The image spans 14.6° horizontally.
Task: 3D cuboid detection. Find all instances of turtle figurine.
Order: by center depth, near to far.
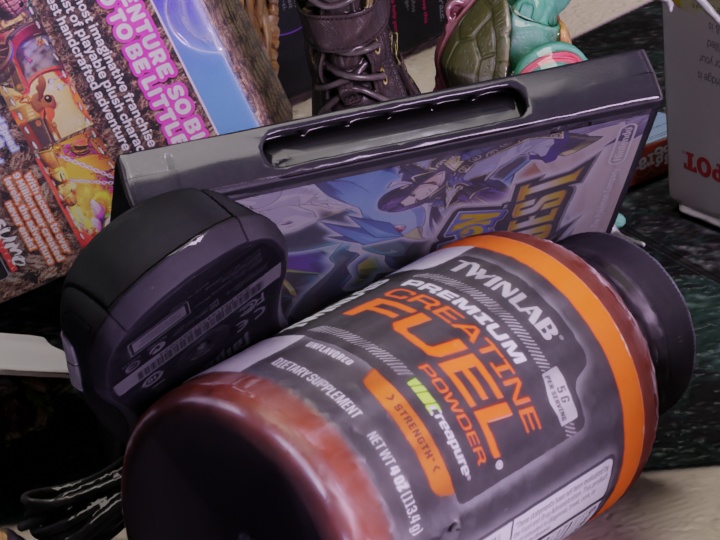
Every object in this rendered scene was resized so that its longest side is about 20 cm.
[{"bbox_3d":[0.079,-0.089,1.177,0.101,0.150,0.200,14,15,-18],"label":"turtle figurine"}]

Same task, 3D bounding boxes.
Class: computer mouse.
[{"bbox_3d":[-0.083,0.035,0.895,0.140,0.046,0.200,-38,-16,-5],"label":"computer mouse"}]

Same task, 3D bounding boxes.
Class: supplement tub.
[{"bbox_3d":[0.024,0.052,0.911,0.107,0.107,0.200,11,27,40],"label":"supplement tub"}]

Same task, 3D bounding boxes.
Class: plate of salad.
[{"bbox_3d":[-0.192,0.045,1.056,0.200,0.048,0.200,3,-3,0],"label":"plate of salad"}]

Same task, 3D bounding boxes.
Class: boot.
[{"bbox_3d":[-0.006,-0.074,1.124,0.069,0.174,0.200,-9,38,3],"label":"boot"}]

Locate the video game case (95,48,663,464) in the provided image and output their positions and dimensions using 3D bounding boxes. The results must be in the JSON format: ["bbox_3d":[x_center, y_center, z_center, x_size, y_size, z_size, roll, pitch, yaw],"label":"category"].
[{"bbox_3d":[0.000,0.000,0.984,0.181,0.200,0.026,-12,65,-13],"label":"video game case"}]

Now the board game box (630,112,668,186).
[{"bbox_3d":[0.049,-0.041,1.276,0.200,0.019,0.103,-20,26,-31],"label":"board game box"}]

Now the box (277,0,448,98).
[{"bbox_3d":[-0.026,-0.177,1.516,0.106,0.122,0.200,12,27,43],"label":"box"}]

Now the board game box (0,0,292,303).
[{"bbox_3d":[-0.151,-0.083,1.182,0.200,0.159,0.097,-23,19,7],"label":"board game box"}]

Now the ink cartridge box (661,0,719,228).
[{"bbox_3d":[0.195,-0.114,1.165,0.083,0.200,0.146,-14,22,-25],"label":"ink cartridge box"}]

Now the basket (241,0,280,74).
[{"bbox_3d":[-0.136,-0.149,1.366,0.149,0.200,0.143,5,25,30],"label":"basket"}]
